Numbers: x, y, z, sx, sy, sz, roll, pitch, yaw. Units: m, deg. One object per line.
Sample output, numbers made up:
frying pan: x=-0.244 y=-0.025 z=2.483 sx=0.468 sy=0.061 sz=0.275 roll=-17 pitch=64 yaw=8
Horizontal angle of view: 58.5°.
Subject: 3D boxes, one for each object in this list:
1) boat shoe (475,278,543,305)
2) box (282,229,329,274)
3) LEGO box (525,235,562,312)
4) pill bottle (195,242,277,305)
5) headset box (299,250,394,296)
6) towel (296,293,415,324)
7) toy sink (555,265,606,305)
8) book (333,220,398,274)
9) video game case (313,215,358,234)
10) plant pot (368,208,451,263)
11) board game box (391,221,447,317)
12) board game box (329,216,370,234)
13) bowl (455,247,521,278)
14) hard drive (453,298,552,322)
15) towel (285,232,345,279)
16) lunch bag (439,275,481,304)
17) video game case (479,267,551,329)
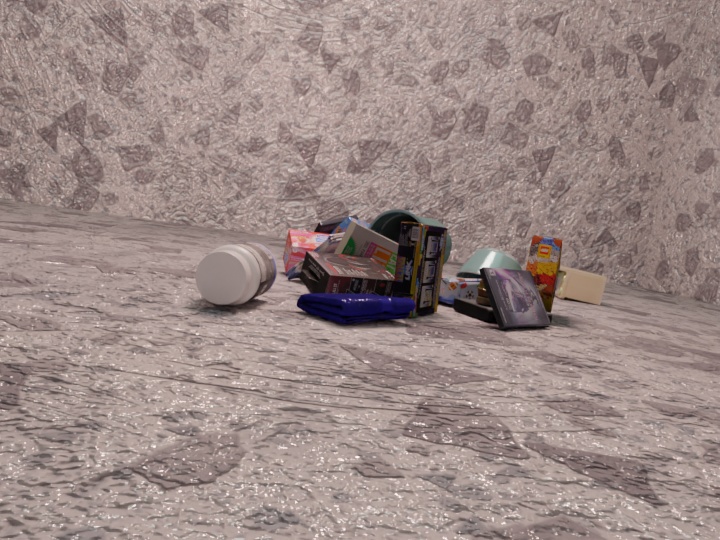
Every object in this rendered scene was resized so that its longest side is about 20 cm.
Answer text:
boat shoe: x=0.369 y=0.054 z=1.550 sx=0.199 sy=0.069 sz=0.072 roll=6 pitch=4 yaw=-33
box: x=-0.115 y=-0.042 z=1.849 sx=0.198 sy=0.103 sz=0.095 roll=6 pitch=32 yaw=-17
LEGO box: x=0.480 y=0.018 z=1.701 sx=0.077 sy=0.150 sz=0.200 roll=11 pitch=-16 yaw=19
pill bottle: x=-0.235 y=0.006 z=1.227 sx=0.113 sy=0.115 sz=0.200 roll=9 pitch=6 yaw=6
headset box: x=-0.035 y=0.021 z=1.444 sx=0.199 sy=0.076 sz=0.149 roll=6 pitch=20 yaw=-28
towel: x=-0.008 y=0.073 z=1.261 sx=0.199 sy=0.050 sz=0.147 roll=3 pitch=1 yaw=-44
toy sink: x=0.779 y=0.051 z=2.369 sx=0.198 sy=0.113 sz=0.130 roll=14 pitch=6 yaw=3
book: x=0.027 y=-0.025 z=1.582 sx=0.199 sy=0.134 sz=0.048 roll=23 pitch=9 yaw=-36
video game case: x=-0.101 y=-0.087 z=1.976 sx=0.142 sy=0.200 sz=0.019 roll=-14 pitch=59 yaw=-38
plant pot: x=0.142 y=-0.065 z=1.743 sx=0.199 sy=0.202 sz=0.196 roll=11 pitch=10 yaw=30
board game box: x=0.133 y=-0.003 z=1.438 sx=0.056 sy=0.202 sz=0.165 roll=9 pitch=4 yaw=25
board game box: x=-0.061 y=-0.075 z=1.965 sx=0.037 sy=0.200 sz=0.151 roll=55 pitch=20 yaw=23
bowl: x=0.387 y=0.006 z=1.868 sx=0.200 sy=0.106 sz=0.201 roll=24 pitch=-15 yaw=6
hard drive: x=0.347 y=0.101 z=1.573 sx=0.199 sy=0.033 sz=0.139 roll=6 pitch=6 yaw=-28
towel: x=-0.096 y=-0.042 z=1.707 sx=0.200 sy=0.024 sz=0.146 roll=-38 pitch=-14 yaw=33
lunch bag: x=0.277 y=0.055 z=1.738 sx=0.199 sy=0.076 sz=0.160 roll=7 pitch=1 yaw=-25
video game case: x=0.357 y=0.064 z=1.475 sx=0.199 sy=0.144 sz=0.019 roll=3 pitch=-26 yaw=-44
